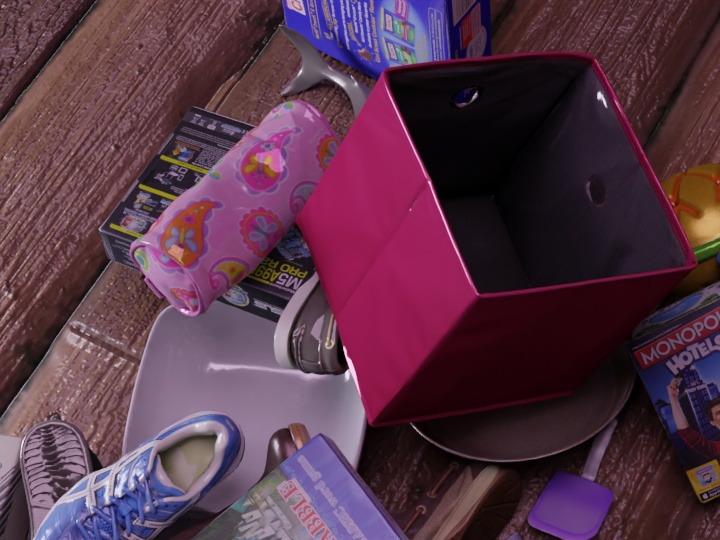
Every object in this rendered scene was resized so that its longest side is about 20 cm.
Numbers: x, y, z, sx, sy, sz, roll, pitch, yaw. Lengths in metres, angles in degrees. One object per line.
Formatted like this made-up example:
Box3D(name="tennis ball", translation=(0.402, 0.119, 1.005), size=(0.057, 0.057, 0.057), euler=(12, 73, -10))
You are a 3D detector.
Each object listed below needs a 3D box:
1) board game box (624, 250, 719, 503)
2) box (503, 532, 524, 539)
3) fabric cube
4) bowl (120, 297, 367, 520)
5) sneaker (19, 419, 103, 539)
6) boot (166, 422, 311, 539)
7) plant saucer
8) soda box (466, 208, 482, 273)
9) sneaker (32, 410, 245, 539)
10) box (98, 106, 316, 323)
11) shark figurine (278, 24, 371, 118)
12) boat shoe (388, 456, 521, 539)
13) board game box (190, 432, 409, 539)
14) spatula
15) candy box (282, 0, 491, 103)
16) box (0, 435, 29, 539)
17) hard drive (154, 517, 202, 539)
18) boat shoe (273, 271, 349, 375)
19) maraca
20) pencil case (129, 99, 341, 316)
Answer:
Box3D(name="board game box", translation=(0.316, 0.050, 1.356), size=(0.199, 0.062, 0.201), euler=(-25, 100, 5))
Box3D(name="box", translation=(0.085, 0.334, 1.243), size=(0.200, 0.123, 0.199), euler=(-31, 69, -9))
Box3D(name="fabric cube", translation=(0.094, -0.024, 1.294), size=(0.195, 0.200, 0.201), euler=(-8, 63, -28))
Box3D(name="bowl", translation=(-0.087, 0.125, 1.427), size=(0.199, 0.075, 0.200), euler=(2, 59, 11))
Box3D(name="sneaker", translation=(-0.228, 0.225, 1.392), size=(0.074, 0.106, 0.201), euler=(-6, 79, 2))
Box3D(name="boot", translation=(-0.113, 0.210, 1.281), size=(0.166, 0.201, 0.072), euler=(-3, 26, -15))
Box3D(name="plant saucer", translation=(0.129, 0.091, 1.416), size=(0.199, 0.032, 0.201), euler=(-7, 42, 6))
Box3D(name="soda box", translation=(0.083, -0.042, 1.484), size=(0.063, 0.069, 0.201), euler=(1, 51, 15))
Box3D(name="sneaker", translation=(-0.175, 0.172, 1.312), size=(0.200, 0.077, 0.076), euler=(-41, 86, -13))
Box3D(name="box", translation=(-0.100, -0.049, 1.480), size=(0.199, 0.044, 0.161), euler=(19, 57, 21))
Box3D(name="shark figurine", translation=(-0.003, -0.137, 1.561), size=(0.128, 0.090, 0.215), euler=(-13, 61, 0))
Box3D(name="boat shoe", translation=(0.042, 0.223, 1.364), size=(0.072, 0.072, 0.200), euler=(28, 68, 37))
Box3D(name="board game box", translation=(-0.042, 0.253, 1.194), size=(0.199, 0.041, 0.200), euler=(-41, 70, 1))
Box3D(name="spatula", translation=(0.202, 0.137, 1.411), size=(0.056, 0.021, 0.200), euler=(20, 65, 20))
Box3D(name="candy box", translation=(0.020, -0.256, 1.576), size=(0.200, 0.169, 0.077), euler=(29, 64, 22))
Box3D(name="box", translation=(-0.329, 0.236, 1.405), size=(0.082, 0.068, 0.201), euler=(4, 62, 12))
Box3D(name="hard drive", translation=(-0.106, 0.267, 1.379), size=(0.199, 0.026, 0.132), euler=(3, 61, 10))
Box3D(name="boat shoe", translation=(0.001, 0.002, 1.407), size=(0.060, 0.072, 0.202), euler=(13, 59, 29))
Box3D(name="maraca", translation=(0.271, -0.024, 1.439), size=(0.199, 0.137, 0.107), euler=(-25, 97, 0))
Box3D(name="pencil case", translation=(-0.097, -0.053, 1.406), size=(0.087, 0.088, 0.200), euler=(30, 61, 22))
